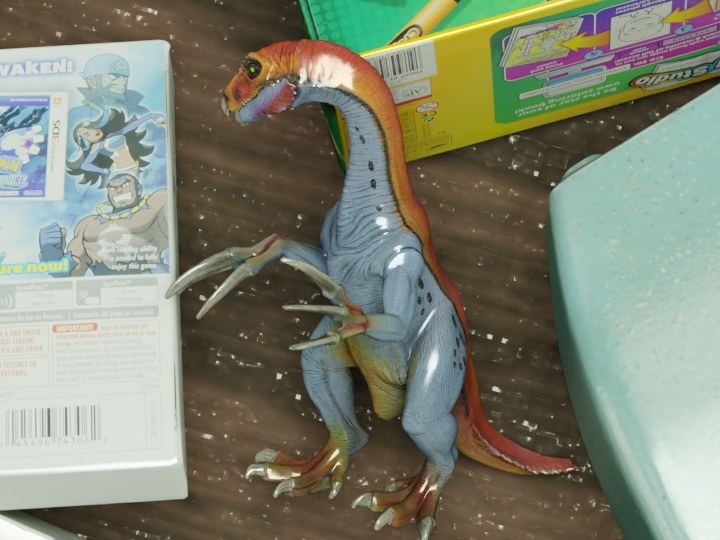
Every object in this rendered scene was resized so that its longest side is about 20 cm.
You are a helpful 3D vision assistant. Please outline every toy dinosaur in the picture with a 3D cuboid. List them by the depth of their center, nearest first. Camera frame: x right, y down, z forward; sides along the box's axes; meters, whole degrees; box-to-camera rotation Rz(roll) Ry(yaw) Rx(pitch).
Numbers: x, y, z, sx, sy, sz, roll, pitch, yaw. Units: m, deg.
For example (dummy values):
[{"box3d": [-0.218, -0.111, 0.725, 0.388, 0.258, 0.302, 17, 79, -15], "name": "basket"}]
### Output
[{"box3d": [0.000, 0.000, 1.049, 0.105, 0.199, 0.183, 20, 111, 35], "name": "toy dinosaur"}]

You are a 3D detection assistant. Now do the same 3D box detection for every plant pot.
[{"box3d": [0.168, 0.030, 1.046, 0.196, 0.196, 0.201, -31, 80, -2], "name": "plant pot"}]

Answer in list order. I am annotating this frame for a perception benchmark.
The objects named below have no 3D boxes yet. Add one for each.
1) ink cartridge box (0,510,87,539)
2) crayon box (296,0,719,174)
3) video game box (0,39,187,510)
[{"box3d": [-0.149, 0.198, 1.090, 0.115, 0.068, 0.201, 23, 87, 2], "name": "ink cartridge box"}, {"box3d": [0.077, -0.106, 1.076, 0.199, 0.119, 0.059, -16, 72, -1], "name": "crayon box"}, {"box3d": [-0.168, 0.004, 1.080, 0.199, 0.047, 0.183, -3, 66, 0], "name": "video game box"}]
